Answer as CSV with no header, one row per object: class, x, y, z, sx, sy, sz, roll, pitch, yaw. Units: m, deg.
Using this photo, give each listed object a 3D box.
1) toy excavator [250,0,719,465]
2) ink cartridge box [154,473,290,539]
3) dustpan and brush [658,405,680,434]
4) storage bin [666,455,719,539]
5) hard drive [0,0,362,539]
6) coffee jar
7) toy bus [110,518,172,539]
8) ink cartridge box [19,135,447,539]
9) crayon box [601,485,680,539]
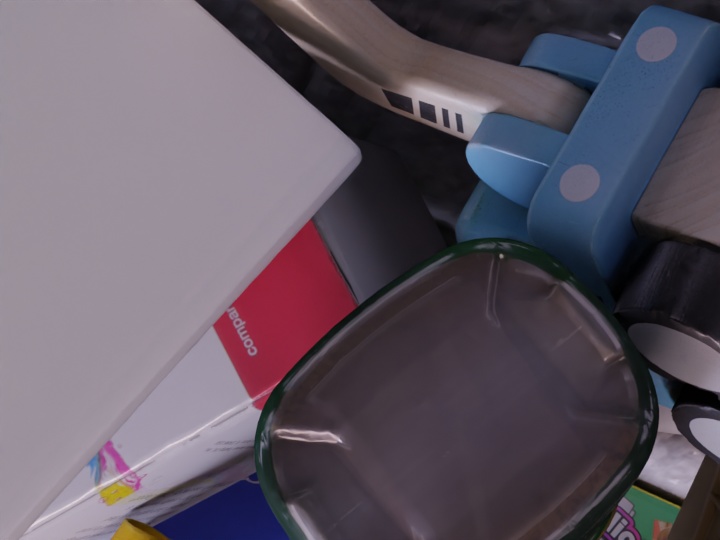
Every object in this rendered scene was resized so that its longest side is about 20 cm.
toy excavator,0.051,-0.038,0.732,0.200,0.100,0.195,19,160,32
ink cartridge box,-0.117,0.108,1.077,0.199,0.094,0.044,14,145,21
dustpan and brush,0.109,0.027,0.839,0.200,0.057,0.139,4,180,-36
storage bin,0.215,0.149,0.909,0.200,0.094,0.199,24,-172,-7
hard drive,-0.115,-0.003,0.726,0.132,0.200,0.026,42,175,9
coffee jar,0.028,0.059,0.731,0.085,0.104,0.200,50,174,11
toy bus,-0.032,0.168,0.837,0.200,0.136,0.192,29,-171,-38
ink cartridge box,-0.073,0.035,0.828,0.200,0.086,0.148,-28,171,14
crayon box,0.065,0.130,1.174,0.200,0.058,0.173,24,160,-9
